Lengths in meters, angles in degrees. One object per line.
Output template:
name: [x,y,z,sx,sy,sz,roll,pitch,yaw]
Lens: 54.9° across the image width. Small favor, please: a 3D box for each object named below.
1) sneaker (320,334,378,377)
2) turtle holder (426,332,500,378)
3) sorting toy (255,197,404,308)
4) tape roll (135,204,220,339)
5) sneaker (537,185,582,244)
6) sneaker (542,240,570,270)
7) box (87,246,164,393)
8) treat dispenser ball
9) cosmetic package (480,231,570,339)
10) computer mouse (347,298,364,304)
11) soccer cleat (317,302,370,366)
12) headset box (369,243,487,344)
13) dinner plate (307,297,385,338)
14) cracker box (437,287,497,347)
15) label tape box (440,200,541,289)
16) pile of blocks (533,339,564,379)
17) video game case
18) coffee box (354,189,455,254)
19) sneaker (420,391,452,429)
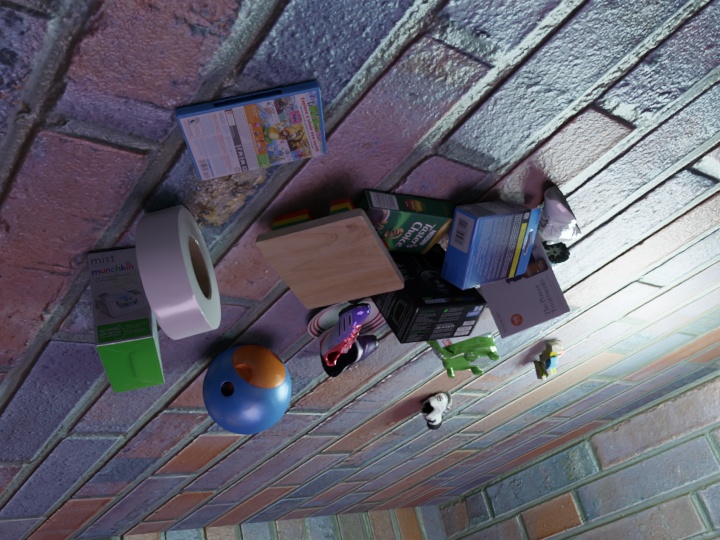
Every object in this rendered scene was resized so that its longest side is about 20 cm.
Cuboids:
sneaker: [-0.023,0.207,1.697,0.087,0.076,0.200,-13,170,-34]
turtle holder: [0.251,0.190,1.760,0.184,0.133,0.141,-11,152,-8]
sorting toy: [-0.048,-0.033,1.219,0.198,0.070,0.199,-13,138,20]
tape roll: [-0.286,0.004,1.100,0.070,0.204,0.203,-15,151,0]
sneaker: [0.390,-0.099,1.390,0.080,0.071,0.200,-25,150,15]
sneaker: [0.362,-0.009,1.529,0.198,0.078,0.087,-7,153,-16]
box: [-0.408,0.089,1.208,0.096,0.178,0.201,-8,150,-15]
treat dispenser ball: [-0.256,0.267,1.566,0.199,0.202,0.201,-12,151,-7]
cosmetic package: [0.323,0.021,1.430,0.150,0.202,0.052,-24,171,16]
computer mouse: [0.000,0.000,1.416,0.058,0.034,0.201,-19,147,-27]
soccer cleat: [-0.031,0.141,1.545,0.068,0.074,0.200,5,145,-33]
headset box: [0.115,0.035,1.348,0.173,0.200,0.093,-1,130,-32]
dinner plate: [-0.026,0.107,1.589,0.198,0.024,0.201,-12,150,-7]
cracker box: [0.251,0.096,1.541,0.198,0.058,0.134,-20,150,9]
label tape box: [0.253,-0.055,1.328,0.199,0.066,0.145,-13,121,-41]
pile of blocks: [0.594,0.279,2.135,0.062,0.083,0.201,-11,150,-8]
video game case: [-0.151,-0.199,1.003,0.198,0.018,0.144,-13,150,-5]
coffee box: [0.068,-0.086,1.280,0.198,0.044,0.123,5,145,-33]
sneaker: [0.233,0.466,2.294,0.088,0.074,0.201,-6,140,-17]
